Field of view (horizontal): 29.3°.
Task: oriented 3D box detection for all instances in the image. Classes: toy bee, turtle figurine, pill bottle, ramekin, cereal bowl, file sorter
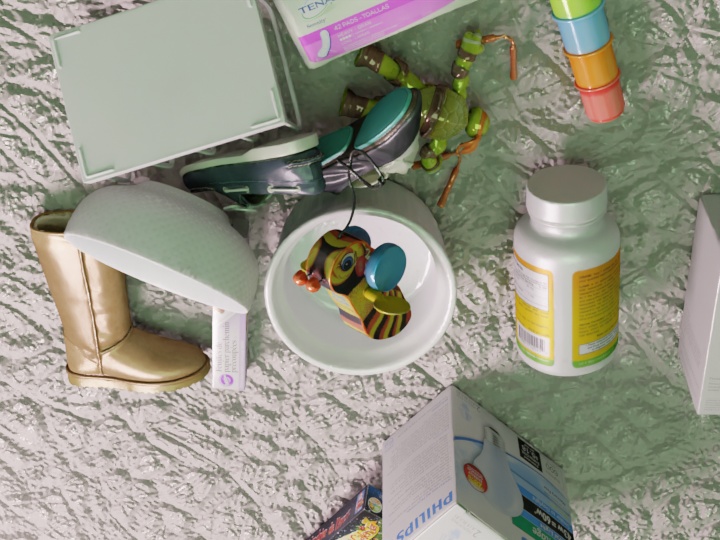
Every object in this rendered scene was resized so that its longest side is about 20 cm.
[{"bbox_3d":[-0.018,-0.002,1.319,0.108,0.130,0.202,-39,114,-26],"label":"toy bee"},{"bbox_3d":[0.061,-0.155,1.363,0.159,0.065,0.202,17,125,-7],"label":"turtle figurine"},{"bbox_3d":[0.214,-0.002,1.430,0.109,0.112,0.203,-4,122,3],"label":"pill bottle"},{"bbox_3d":[0.000,0.000,1.443,0.197,0.098,0.203,0,122,0],"label":"ramekin"},{"bbox_3d":[-0.187,-0.032,1.363,0.198,0.200,0.084,23,81,-13],"label":"cereal bowl"},{"bbox_3d":[-0.166,-0.174,1.301,0.197,0.124,0.141,-15,87,10],"label":"file sorter"}]

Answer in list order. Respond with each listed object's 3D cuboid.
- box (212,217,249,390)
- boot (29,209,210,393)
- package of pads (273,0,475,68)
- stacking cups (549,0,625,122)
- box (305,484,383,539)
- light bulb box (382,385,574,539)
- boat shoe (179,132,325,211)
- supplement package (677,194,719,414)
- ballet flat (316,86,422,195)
[{"bbox_3d":[-0.142,0.038,1.503,0.038,0.042,0.203,3,121,-1],"label":"box"},{"bbox_3d":[-0.258,0.034,1.488,0.172,0.066,0.203,-3,121,2],"label":"boot"},{"bbox_3d":[0.005,-0.296,1.275,0.198,0.069,0.156,-21,120,13],"label":"package of pads"},{"bbox_3d":[0.211,-0.233,1.316,0.060,0.061,0.202,-15,120,10],"label":"stacking cups"},{"bbox_3d":[0.012,0.346,1.665,0.135,0.038,0.200,28,133,-16],"label":"box"},{"bbox_3d":[0.133,0.276,1.553,0.197,0.201,0.125,37,116,-21],"label":"light bulb box"},{"bbox_3d":[-0.106,-0.091,1.358,0.198,0.074,0.063,-8,100,43],"label":"boat shoe"},{"bbox_3d":[0.412,0.036,1.446,0.118,0.122,0.203,0,123,1],"label":"supplement package"},{"bbox_3d":[0.013,-0.118,1.322,0.073,0.074,0.199,39,146,-21],"label":"ballet flat"}]
